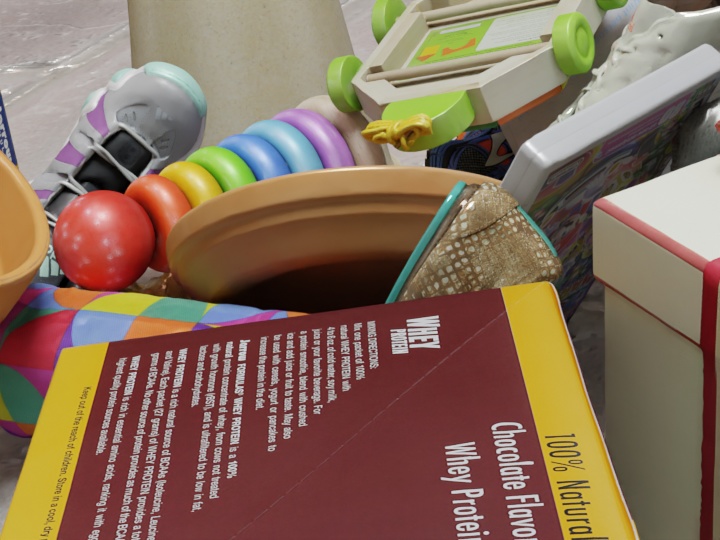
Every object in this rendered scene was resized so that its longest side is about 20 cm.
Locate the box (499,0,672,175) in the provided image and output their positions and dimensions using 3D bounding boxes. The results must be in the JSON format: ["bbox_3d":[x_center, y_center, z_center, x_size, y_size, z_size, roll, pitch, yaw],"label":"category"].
[{"bbox_3d":[0.144,-0.127,0.951,0.041,0.156,0.201,20,36,-41],"label":"box"}]

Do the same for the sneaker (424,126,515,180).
[{"bbox_3d":[0.087,-0.053,1.008,0.078,0.076,0.200,3,27,18],"label":"sneaker"}]

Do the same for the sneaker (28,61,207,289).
[{"bbox_3d":[-0.169,-0.026,0.966,0.200,0.078,0.140,-45,17,30],"label":"sneaker"}]

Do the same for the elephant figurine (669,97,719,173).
[{"bbox_3d":[0.213,-0.039,0.766,0.141,0.201,0.155,-6,25,3],"label":"elephant figurine"}]

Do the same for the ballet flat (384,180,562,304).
[{"bbox_3d":[0.019,0.057,0.692,0.065,0.200,0.071,34,23,5],"label":"ballet flat"}]

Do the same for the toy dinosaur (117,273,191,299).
[{"bbox_3d":[-0.076,0.009,0.968,0.199,0.061,0.106,-7,31,-29],"label":"toy dinosaur"}]

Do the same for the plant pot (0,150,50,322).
[{"bbox_3d":[-0.270,-0.001,0.788,0.199,0.140,0.200,28,22,-12],"label":"plant pot"}]

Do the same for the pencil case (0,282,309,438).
[{"bbox_3d":[-0.095,0.054,0.812,0.199,0.089,0.088,6,27,28],"label":"pencil case"}]

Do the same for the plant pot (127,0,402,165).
[{"bbox_3d":[-0.079,-0.135,1.108,0.199,0.184,0.201,-7,23,3],"label":"plant pot"}]

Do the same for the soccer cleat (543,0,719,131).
[{"bbox_3d":[0.146,-0.099,0.832,0.200,0.078,0.069,-36,32,16],"label":"soccer cleat"}]

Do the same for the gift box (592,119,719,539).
[{"bbox_3d":[0.204,0.032,0.604,0.199,0.188,0.184,-24,35,-27],"label":"gift box"}]

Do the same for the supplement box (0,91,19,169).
[{"bbox_3d":[-0.307,-0.033,1.051,0.108,0.110,0.200,-2,25,14],"label":"supplement box"}]

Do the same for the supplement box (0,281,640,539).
[{"bbox_3d":[-0.010,0.114,0.579,0.199,0.133,0.197,-8,23,2],"label":"supplement box"}]

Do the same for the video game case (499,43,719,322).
[{"bbox_3d":[0.089,-0.010,0.780,0.018,0.200,0.143,45,48,18],"label":"video game case"}]

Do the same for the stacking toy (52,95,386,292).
[{"bbox_3d":[-0.080,-0.034,0.908,0.199,0.086,0.085,-23,27,-38],"label":"stacking toy"}]

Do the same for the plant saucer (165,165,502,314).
[{"bbox_3d":[0.000,0.000,0.839,0.199,0.038,0.200,-4,-19,-1],"label":"plant saucer"}]

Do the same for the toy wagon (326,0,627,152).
[{"bbox_3d":[0.057,-0.116,0.895,0.154,0.040,0.200,-6,35,33],"label":"toy wagon"}]
